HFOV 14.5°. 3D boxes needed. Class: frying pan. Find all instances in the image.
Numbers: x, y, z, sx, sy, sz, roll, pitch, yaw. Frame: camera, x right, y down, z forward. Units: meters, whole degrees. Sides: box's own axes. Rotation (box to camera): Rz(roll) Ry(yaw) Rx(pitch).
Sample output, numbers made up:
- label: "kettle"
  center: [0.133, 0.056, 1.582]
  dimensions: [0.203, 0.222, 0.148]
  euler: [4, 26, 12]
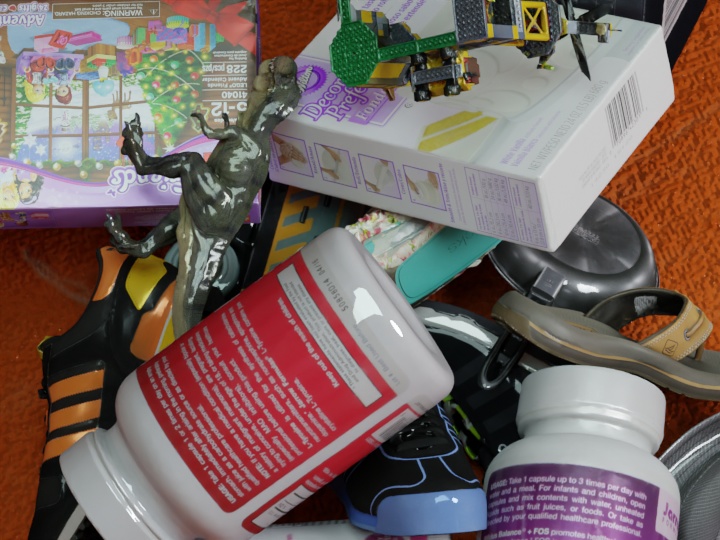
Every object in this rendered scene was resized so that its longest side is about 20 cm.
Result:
- label: "frying pan"
  center: [0.103, -0.003, 1.682]
  dimensions: [0.190, 0.031, 0.115]
  euler: [-22, 58, -42]

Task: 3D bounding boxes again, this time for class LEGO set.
- label: "LEGO set"
  center: [0.060, -0.189, 1.584]
  dimensions: [0.154, 0.116, 0.200]
  euler: [-19, 79, 41]

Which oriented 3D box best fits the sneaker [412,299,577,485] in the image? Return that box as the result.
- label: "sneaker"
  center: [0.078, 0.083, 1.666]
  dimensions: [0.200, 0.072, 0.083]
  euler: [21, 69, 13]

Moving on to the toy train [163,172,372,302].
- label: "toy train"
  center: [-0.047, -0.030, 1.718]
  dimensions: [0.114, 0.085, 0.200]
  euler: [11, 67, 9]

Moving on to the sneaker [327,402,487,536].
- label: "sneaker"
  center: [0.020, 0.097, 1.593]
  dimensions: [0.070, 0.200, 0.078]
  euler: [-4, 99, -17]

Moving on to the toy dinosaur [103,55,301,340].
- label: "toy dinosaur"
  center: [-0.097, -0.037, 1.603]
  dimensions: [0.088, 0.047, 0.200]
  euler: [17, 85, 12]

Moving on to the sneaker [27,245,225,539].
- label: "sneaker"
  center: [-0.158, 0.081, 1.660]
  dimensions: [0.090, 0.070, 0.200]
  euler: [30, 97, 19]

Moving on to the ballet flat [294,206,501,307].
- label: "ballet flat"
  center: [0.000, 0.000, 1.648]
  dimensions: [0.200, 0.076, 0.064]
  euler: [-29, 37, -20]

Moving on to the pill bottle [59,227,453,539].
- label: "pill bottle"
  center: [-0.058, 0.076, 1.538]
  dimensions: [0.200, 0.112, 0.112]
  euler: [-36, 67, 4]

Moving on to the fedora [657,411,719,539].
- label: "fedora"
  center: [0.248, 0.151, 1.600]
  dimensions: [0.200, 0.090, 0.177]
  euler: [-26, 76, -12]

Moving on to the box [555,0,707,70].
- label: "box"
  center: [0.105, -0.203, 1.726]
  dimensions: [0.196, 0.200, 0.124]
  euler: [24, 69, 14]

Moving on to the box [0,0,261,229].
- label: "box"
  center: [-0.158, -0.095, 1.677]
  dimensions: [0.200, 0.039, 0.137]
  euler: [-2, 72, 0]

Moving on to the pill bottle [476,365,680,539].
- label: "pill bottle"
  center: [0.118, 0.159, 1.562]
  dimensions: [0.112, 0.112, 0.200]
  euler: [6, 68, 7]

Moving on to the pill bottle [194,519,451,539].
- label: "pill bottle"
  center: [-0.046, 0.199, 1.597]
  dimensions: [0.200, 0.113, 0.114]
  euler: [-4, 65, 2]

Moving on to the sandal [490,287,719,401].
- label: "sandal"
  center: [0.160, 0.033, 1.628]
  dimensions: [0.082, 0.200, 0.055]
  euler: [26, 97, 56]

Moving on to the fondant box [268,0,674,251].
- label: "fondant box"
  center: [0.059, -0.096, 1.639]
  dimensions: [0.200, 0.058, 0.144]
  euler: [14, 48, 32]
